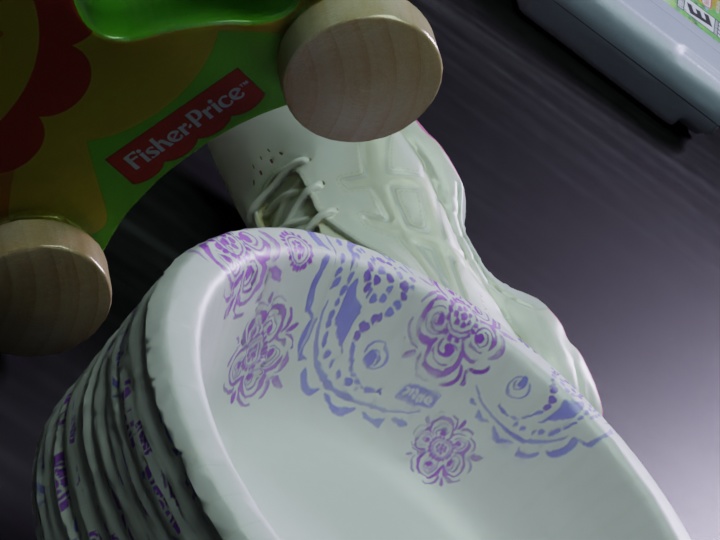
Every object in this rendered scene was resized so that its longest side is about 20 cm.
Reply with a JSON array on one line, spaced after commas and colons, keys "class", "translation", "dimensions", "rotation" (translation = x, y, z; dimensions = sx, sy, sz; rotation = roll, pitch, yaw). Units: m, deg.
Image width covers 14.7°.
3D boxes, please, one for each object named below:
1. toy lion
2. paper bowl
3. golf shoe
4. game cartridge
[{"class": "toy lion", "translation": [-0.105, -0.073, 0.806], "dimensions": [0.192, 0.200, 0.069], "rotation": [44, 20, -41]}, {"class": "paper bowl", "translation": [-0.001, 0.093, 0.779], "dimensions": [0.201, 0.104, 0.201], "rotation": [32, 27, -18]}, {"class": "golf shoe", "translation": [0.000, 0.000, 0.964], "dimensions": [0.200, 0.075, 0.092], "rotation": [50, 31, 21]}, {"class": "game cartridge", "translation": [0.137, -0.151, 1.422], "dimensions": [0.133, 0.040, 0.200], "rotation": [33, 27, -8]}]
